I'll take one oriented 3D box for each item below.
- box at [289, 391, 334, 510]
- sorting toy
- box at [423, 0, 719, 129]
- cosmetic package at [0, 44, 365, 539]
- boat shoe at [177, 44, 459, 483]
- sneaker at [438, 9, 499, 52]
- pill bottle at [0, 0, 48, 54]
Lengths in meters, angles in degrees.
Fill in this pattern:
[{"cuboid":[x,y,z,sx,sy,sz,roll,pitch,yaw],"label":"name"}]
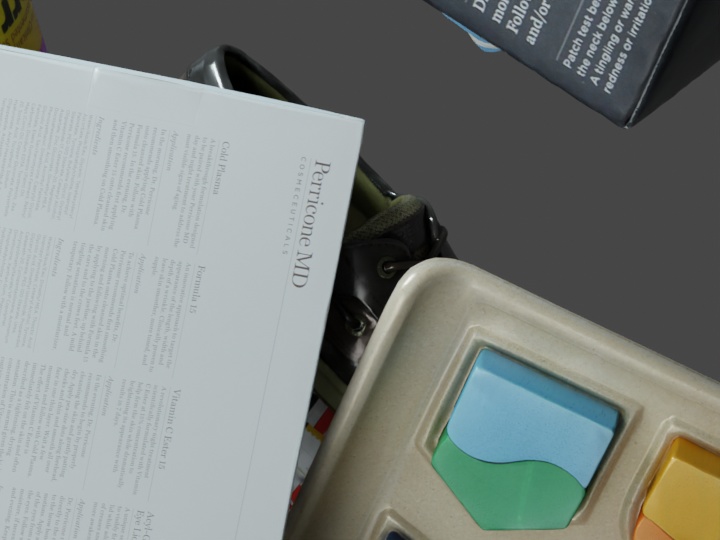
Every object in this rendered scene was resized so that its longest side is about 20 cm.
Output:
[{"cuboid":[-0.012,0.075,1.146,0.200,0.035,0.110,44,128,8],"label":"box"},{"cuboid":[0.073,0.110,1.052,0.200,0.036,0.185,23,116,-3],"label":"sorting toy"},{"cuboid":[0.063,-0.168,0.881,0.197,0.200,0.124,35,127,15],"label":"box"},{"cuboid":[-0.092,0.031,1.020,0.151,0.052,0.200,12,92,-7],"label":"cosmetic package"},{"cuboid":[0.000,0.000,1.079,0.200,0.073,0.065,40,127,6],"label":"boat shoe"},{"cuboid":[-0.003,-0.154,1.017,0.200,0.072,0.072,49,148,11],"label":"sneaker"},{"cuboid":[-0.172,-0.086,1.119,0.104,0.104,0.200,8,132,30],"label":"pill bottle"}]
